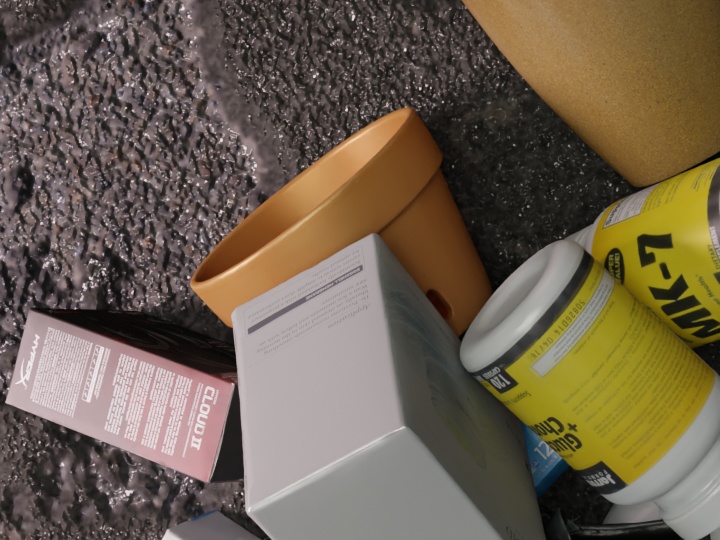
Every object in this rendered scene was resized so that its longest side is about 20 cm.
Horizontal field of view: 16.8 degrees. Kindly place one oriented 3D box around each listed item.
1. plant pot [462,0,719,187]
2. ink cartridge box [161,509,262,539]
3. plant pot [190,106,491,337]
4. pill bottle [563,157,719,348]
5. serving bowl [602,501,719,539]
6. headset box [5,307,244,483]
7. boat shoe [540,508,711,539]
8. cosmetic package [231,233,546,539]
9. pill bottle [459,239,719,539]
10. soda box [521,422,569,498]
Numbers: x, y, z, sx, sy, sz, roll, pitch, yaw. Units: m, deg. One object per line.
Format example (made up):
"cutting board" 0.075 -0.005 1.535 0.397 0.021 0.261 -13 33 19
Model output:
"plant pot" 0.181 -0.166 1.677 0.186 0.186 0.201 -27 98 13
"ink cartridge box" -0.145 0.284 1.792 0.068 0.116 0.201 31 99 12
"plant pot" 0.000 0.000 1.719 0.200 0.200 0.140 -37 100 12
"pill bottle" 0.224 -0.007 1.652 0.200 0.114 0.115 -24 85 50
"serving bowl" 0.256 0.227 1.719 0.199 0.066 0.202 0 91 14
"headset box" -0.127 0.091 1.742 0.199 0.149 0.078 17 96 27
"boat shoe" 0.145 0.193 1.653 0.198 0.075 0.067 2 114 2
"cosmetic package" 0.022 0.124 1.576 0.122 0.201 0.200 -28 125 16
"pill bottle" 0.170 0.083 1.603 0.200 0.112 0.112 43 101 -8
"soda box" 0.069 0.177 1.759 0.064 0.068 0.200 46 101 13
